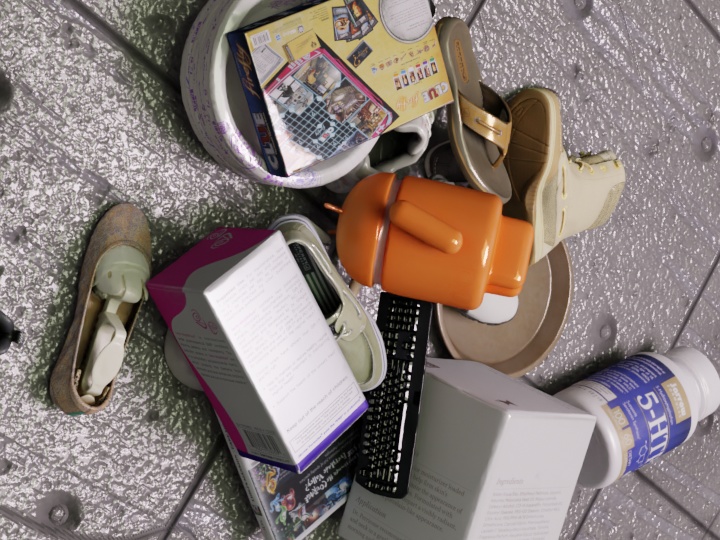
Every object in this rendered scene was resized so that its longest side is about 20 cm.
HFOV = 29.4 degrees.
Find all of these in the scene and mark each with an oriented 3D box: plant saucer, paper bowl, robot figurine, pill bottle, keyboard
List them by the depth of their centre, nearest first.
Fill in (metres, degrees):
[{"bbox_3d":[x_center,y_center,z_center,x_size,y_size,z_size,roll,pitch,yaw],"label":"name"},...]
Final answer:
[{"bbox_3d":[-0.076,-0.181,1.298,0.200,0.104,0.202,-5,99,-35],"label":"paper bowl"},{"bbox_3d":[0.063,-0.030,1.312,0.199,0.144,0.117,12,117,6],"label":"robot figurine"},{"bbox_3d":[0.016,0.121,1.368,0.039,0.104,0.201,11,85,-40],"label":"keyboard"},{"bbox_3d":[0.156,0.023,1.531,0.199,0.029,0.201,-5,98,-34],"label":"plant saucer"},{"bbox_3d":[0.324,0.164,1.610,0.199,0.119,0.120,-22,108,-30],"label":"pill bottle"}]

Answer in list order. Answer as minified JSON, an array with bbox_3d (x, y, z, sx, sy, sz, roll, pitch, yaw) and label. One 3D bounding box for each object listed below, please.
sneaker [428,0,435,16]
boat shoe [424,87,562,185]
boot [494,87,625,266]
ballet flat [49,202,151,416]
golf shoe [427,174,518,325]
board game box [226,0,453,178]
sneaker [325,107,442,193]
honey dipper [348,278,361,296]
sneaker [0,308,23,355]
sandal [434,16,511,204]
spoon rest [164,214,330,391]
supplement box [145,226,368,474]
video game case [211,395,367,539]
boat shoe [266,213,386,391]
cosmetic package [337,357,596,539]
[{"bbox_3d":[0.022,-0.328,1.378,0.087,0.075,0.201,-34,118,-43],"label":"sneaker"},{"bbox_3d":[0.160,-0.142,1.493,0.200,0.057,0.067,-31,113,-27],"label":"boat shoe"},{"bbox_3d":[0.220,-0.116,1.481,0.155,0.073,0.201,-24,124,-36],"label":"boot"},{"bbox_3d":[-0.224,0.038,1.247,0.068,0.067,0.201,16,87,-33],"label":"ballet flat"},{"bbox_3d":[0.124,-0.010,1.429,0.078,0.094,0.200,-51,126,-20],"label":"golf shoe"},{"bbox_3d":[-0.014,-0.184,1.256,0.199,0.035,0.136,-26,111,-29],"label":"board game box"},{"bbox_3d":[0.049,-0.150,1.390,0.200,0.099,0.078,-51,120,-18],"label":"sneaker"},{"bbox_3d":[0.000,0.000,1.397,0.038,0.038,0.201,35,68,-32],"label":"honey dipper"},{"bbox_3d":[-0.368,0.038,1.102,0.199,0.140,0.078,3,95,-35],"label":"sneaker"},{"bbox_3d":[0.123,-0.162,1.392,0.080,0.054,0.201,-32,110,-58],"label":"sandal"},{"bbox_3d":[-0.112,0.030,1.339,0.099,0.061,0.200,41,87,-30],"label":"spoon rest"},{"bbox_3d":[-0.093,0.070,1.254,0.103,0.101,0.201,-41,118,-29],"label":"supplement box"},{"bbox_3d":[-0.048,0.157,1.390,0.200,0.023,0.183,-35,115,-39],"label":"video game case"},{"bbox_3d":[-0.035,0.041,1.301,0.072,0.062,0.201,-27,113,7],"label":"boat shoe"},{"bbox_3d":[0.109,0.210,1.408,0.165,0.164,0.201,10,100,-48],"label":"cosmetic package"}]
